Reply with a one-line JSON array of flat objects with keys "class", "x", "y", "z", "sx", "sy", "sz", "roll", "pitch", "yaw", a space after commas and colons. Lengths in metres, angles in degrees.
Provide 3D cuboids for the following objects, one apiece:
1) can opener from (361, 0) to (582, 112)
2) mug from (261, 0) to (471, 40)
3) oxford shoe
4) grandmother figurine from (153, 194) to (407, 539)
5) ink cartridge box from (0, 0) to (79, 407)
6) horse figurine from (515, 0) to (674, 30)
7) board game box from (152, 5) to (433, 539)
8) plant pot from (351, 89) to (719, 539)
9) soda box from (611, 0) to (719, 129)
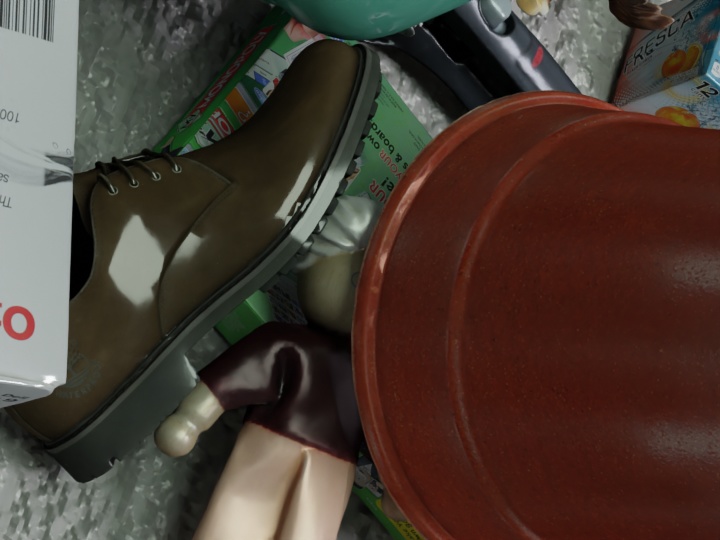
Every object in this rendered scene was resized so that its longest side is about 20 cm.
[{"class": "can opener", "x": 0.059, "y": -0.092, "z": 1.201, "sx": 0.200, "sy": 0.063, "sz": 0.079, "roll": 47, "pitch": 60, "yaw": -22}, {"class": "mug", "x": -0.002, "y": -0.167, "z": 1.084, "sx": 0.185, "sy": 0.114, "sz": 0.152, "roll": 2, "pitch": 64, "yaw": -83}, {"class": "oxford shoe", "x": -0.068, "y": -0.022, "z": 1.038, "sx": 0.084, "sy": 0.073, "sz": 0.200, "roll": 44, "pitch": 73, "yaw": -16}, {"class": "grandmother figurine", "x": -0.021, "y": 0.068, "z": 1.067, "sx": 0.121, "sy": 0.060, "sz": 0.201, "roll": 24, "pitch": 78, "yaw": -42}, {"class": "ink cartridge box", "x": -0.181, "y": -0.057, "z": 0.969, "sx": 0.146, "sy": 0.084, "sz": 0.201, "roll": 14, "pitch": 70, "yaw": -38}, {"class": "horse figurine", "x": 0.073, "y": -0.187, "z": 1.237, "sx": 0.200, "sy": 0.050, "sz": 0.133, "roll": 55, "pitch": 26, "yaw": -2}, {"class": "board game box", "x": 0.000, "y": 0.000, "z": 1.149, "sx": 0.200, "sy": 0.029, "sz": 0.135, "roll": 51, "pitch": 52, "yaw": -19}, {"class": "plant pot", "x": 0.134, "y": 0.028, "z": 1.027, "sx": 0.200, "sy": 0.195, "sz": 0.201, "roll": 0, "pitch": 91, "yaw": -36}, {"class": "soda box", "x": 0.215, "y": -0.055, "z": 1.322, "sx": 0.200, "sy": 0.068, "sz": 0.064, "roll": 36, "pitch": 57, "yaw": -27}]
